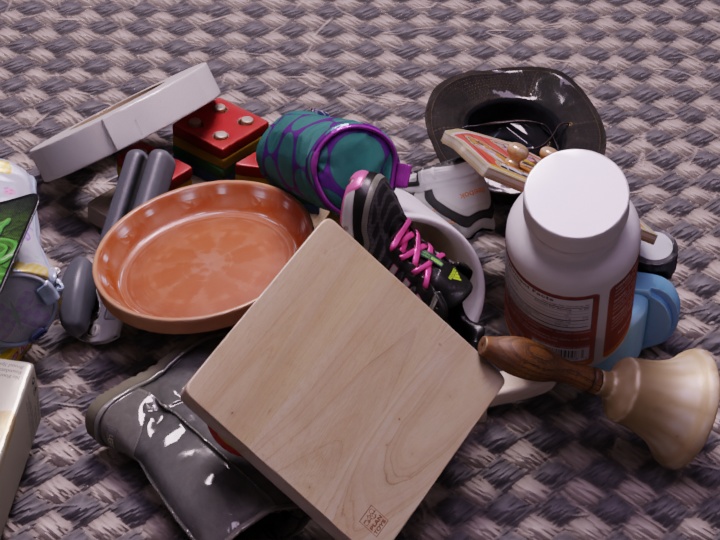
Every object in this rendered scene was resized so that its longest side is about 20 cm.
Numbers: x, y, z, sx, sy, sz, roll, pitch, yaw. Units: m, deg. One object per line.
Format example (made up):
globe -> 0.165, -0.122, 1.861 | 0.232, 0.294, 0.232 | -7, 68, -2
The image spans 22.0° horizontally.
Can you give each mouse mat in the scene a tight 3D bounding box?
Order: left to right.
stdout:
mouse mat -> -0.368, 0.012, 1.613 | 0.199, 0.008, 0.162 | -10, 51, 39

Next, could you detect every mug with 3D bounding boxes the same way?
mug -> 0.007, -0.007, 1.669 | 0.185, 0.151, 0.153 | 8, 20, -13

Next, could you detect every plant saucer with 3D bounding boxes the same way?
plant saucer -> -0.136, -0.009, 1.632 | 0.198, 0.033, 0.201 | -7, 38, 5

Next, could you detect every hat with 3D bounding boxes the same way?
hat -> 0.157, -0.122, 1.892 | 0.198, 0.081, 0.202 | -1, 45, 1

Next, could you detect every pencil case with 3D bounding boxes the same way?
pencil case -> -0.324, -0.020, 1.672 | 0.091, 0.083, 0.200 | -39, 38, 9
pencil case -> -0.028, -0.098, 1.656 | 0.092, 0.086, 0.200 | 12, 5, -18

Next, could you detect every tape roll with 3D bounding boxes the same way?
tape roll -> -0.234, -0.148, 1.844 | 0.201, 0.037, 0.203 | -25, 9, 4

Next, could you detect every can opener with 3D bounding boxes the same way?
can opener -> -0.225, -0.028, 1.699 | 0.053, 0.067, 0.202 | 2, 65, 28

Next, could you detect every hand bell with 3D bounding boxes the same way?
hand bell -> 0.185, 0.090, 1.528 | 0.198, 0.105, 0.105 | 17, 32, -20

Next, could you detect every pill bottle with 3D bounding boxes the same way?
pill bottle -> 0.175, -0.010, 1.533 | 0.111, 0.201, 0.113 | -2, 59, 3

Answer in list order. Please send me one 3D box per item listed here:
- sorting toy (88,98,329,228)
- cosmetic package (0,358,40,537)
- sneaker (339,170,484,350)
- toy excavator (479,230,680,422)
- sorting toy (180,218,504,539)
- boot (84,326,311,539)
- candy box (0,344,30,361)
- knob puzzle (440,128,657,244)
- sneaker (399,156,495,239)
sorting toy -> -0.130, -0.082, 1.815 | 0.198, 0.070, 0.200 | 28, 43, 30
cosmetic package -> -0.328, 0.162, 1.465 | 0.104, 0.071, 0.201 | 5, 44, 3
sneaker -> 0.049, 0.001, 1.541 | 0.087, 0.201, 0.074 | -4, 32, 31
toy excavator -> 0.185, 0.055, 1.652 | 0.193, 0.100, 0.201 | 8, 46, 8
sorting toy -> -0.020, 0.100, 1.474 | 0.199, 0.070, 0.200 | 42, 59, -4
boot -> -0.109, 0.143, 1.526 | 0.181, 0.073, 0.199 | -35, 45, -28
candy box -> -0.354, 0.068, 1.649 | 0.101, 0.027, 0.200 | 11, 37, 14
knob puzzle -> 0.164, -0.094, 1.665 | 0.218, 0.031, 0.220 | 23, 12, -5
sneaker -> 0.072, -0.062, 1.775 | 0.073, 0.081, 0.200 | -19, 4, -14
